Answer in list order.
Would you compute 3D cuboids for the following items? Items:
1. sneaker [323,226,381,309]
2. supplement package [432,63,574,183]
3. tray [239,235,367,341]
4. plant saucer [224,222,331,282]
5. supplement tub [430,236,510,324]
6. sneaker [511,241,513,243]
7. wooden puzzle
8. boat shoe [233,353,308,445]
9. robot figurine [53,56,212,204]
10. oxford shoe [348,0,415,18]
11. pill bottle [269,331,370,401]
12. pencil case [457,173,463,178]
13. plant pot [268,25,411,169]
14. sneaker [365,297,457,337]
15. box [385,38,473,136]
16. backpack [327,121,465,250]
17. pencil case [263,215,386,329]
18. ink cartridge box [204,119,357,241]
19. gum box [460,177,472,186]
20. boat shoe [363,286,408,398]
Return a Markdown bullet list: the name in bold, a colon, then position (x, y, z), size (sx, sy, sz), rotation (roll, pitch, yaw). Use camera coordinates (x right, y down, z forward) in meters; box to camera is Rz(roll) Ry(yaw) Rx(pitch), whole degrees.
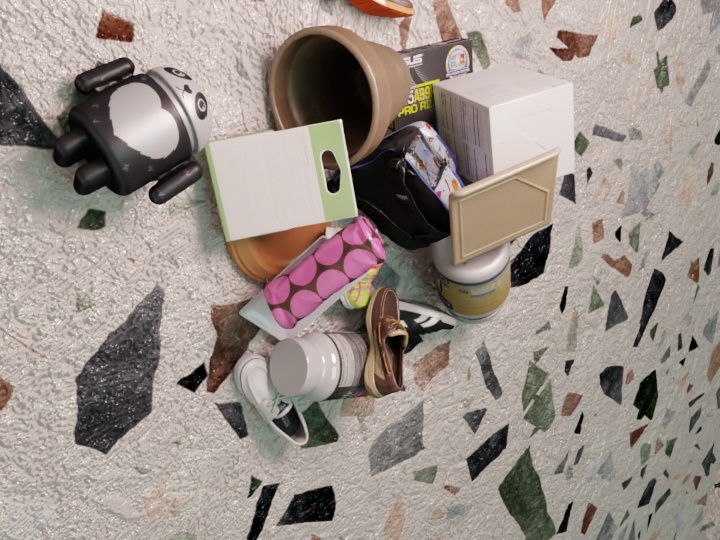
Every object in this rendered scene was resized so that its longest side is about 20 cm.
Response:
- **sneaker**: position (0.000, 0.000, 1.152), size (0.200, 0.089, 0.079), rotation (69, 16, -55)
- **supplement package**: position (0.237, -0.241, 1.147), size (0.151, 0.200, 0.152), rotation (-18, 120, -13)
- **tray**: position (-0.092, 0.030, 1.099), size (0.200, 0.022, 0.107), rotation (-41, 121, 20)
- **plant saucer**: position (-0.122, -0.073, 1.093), size (0.199, 0.037, 0.202), rotation (-14, 113, -37)
- **supplement tub**: position (0.213, 0.002, 1.304), size (0.145, 0.144, 0.200), rotation (-47, 150, -18)
- **sneaker**: position (0.274, -0.107, 1.399), size (0.199, 0.076, 0.091), rotation (25, 95, -40)
- **wooden puzzle**: position (0.222, -0.100, 1.079), size (0.184, 0.037, 0.201), rotation (-23, 148, -7)
- **boat shoe**: position (-0.142, 0.220, 1.156), size (0.074, 0.065, 0.201), rotation (-45, 128, -19)
- **robot figurine**: position (-0.282, -0.174, 0.861), size (0.200, 0.124, 0.151), rotation (-37, 138, -25)
- **oxford shoe**: position (0.012, -0.446, 1.059), size (0.199, 0.071, 0.074), rotation (6, 96, -41)
- **pill bottle**: position (-0.051, 0.162, 1.167), size (0.199, 0.116, 0.117), rotation (6, 101, -48)
- **pencil case**: position (0.165, -0.158, 1.279), size (0.200, 0.083, 0.087), rotation (-44, 167, -21)
- **plant pot**: position (-0.010, -0.271, 1.036), size (0.174, 0.199, 0.202), rotation (-32, 125, -48)
- **sneaker**: position (0.090, 0.115, 1.319), size (0.199, 0.073, 0.113), rotation (16, 98, -32)
- **box**: position (0.118, -0.313, 1.210), size (0.199, 0.044, 0.161), rotation (-23, 120, -33)
- **backpack**: position (0.078, -0.134, 1.126), size (0.191, 0.199, 0.154), rotation (51, 56, -20)
- **pencil case**: position (-0.051, 0.001, 1.019), size (0.199, 0.091, 0.094), rotation (-33, 169, 16)
- **ink cartridge box**: position (-0.114, -0.133, 0.995), size (0.198, 0.048, 0.147), rotation (-11, 105, -4)
- **gum box**: position (0.253, -0.135, 1.237), size (0.199, 0.113, 0.067), rotation (-32, 140, -36)
- **boat shoe**: position (0.053, 0.115, 1.161), size (0.072, 0.072, 0.201), rotation (34, 50, -36)
